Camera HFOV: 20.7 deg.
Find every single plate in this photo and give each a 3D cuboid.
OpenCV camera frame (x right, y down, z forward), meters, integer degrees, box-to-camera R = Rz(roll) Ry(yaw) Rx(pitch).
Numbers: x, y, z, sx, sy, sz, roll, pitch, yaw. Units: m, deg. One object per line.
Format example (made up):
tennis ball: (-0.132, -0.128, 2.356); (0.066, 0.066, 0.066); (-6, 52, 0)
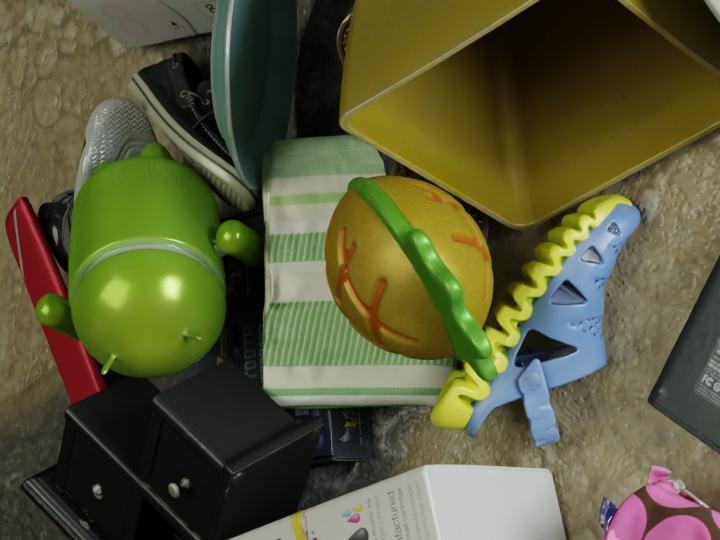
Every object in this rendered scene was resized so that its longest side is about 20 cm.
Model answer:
plate: (-0.082, -0.161, 1.467); (0.025, 0.200, 0.202); (4, 87, 11)

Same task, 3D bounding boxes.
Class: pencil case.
pencil case: (0.240, 0.198, 1.209); (0.199, 0.091, 0.094); (24, 87, 38)

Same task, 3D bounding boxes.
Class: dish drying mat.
dish drying mat: (-0.254, 0.040, 1.654); (0.201, 0.018, 0.077); (68, 154, 7)

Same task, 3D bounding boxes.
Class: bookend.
bookend: (-0.144, 0.140, 1.461); (0.199, 0.092, 0.201); (41, 134, 25)

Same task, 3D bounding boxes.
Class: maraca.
maraca: (0.038, 0.004, 1.299); (0.107, 0.138, 0.200); (-34, 23, -6)

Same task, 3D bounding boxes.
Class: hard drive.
hard drive: (0.277, 0.029, 1.228); (0.139, 0.033, 0.201); (36, 108, 38)

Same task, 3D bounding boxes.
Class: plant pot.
plant pot: (0.111, -0.174, 1.301); (0.199, 0.199, 0.178); (-29, 52, 31)

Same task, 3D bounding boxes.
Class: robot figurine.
robot figurine: (-0.159, -0.004, 1.470); (0.174, 0.116, 0.201); (-21, 41, 10)

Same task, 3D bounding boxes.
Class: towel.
towel: (0.000, 0.000, 1.442); (0.151, 0.023, 0.202); (-1, 80, 12)

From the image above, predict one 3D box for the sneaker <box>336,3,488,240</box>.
sneaker: (0.040, -0.103, 1.404); (0.067, 0.090, 0.201); (-21, 108, 8)

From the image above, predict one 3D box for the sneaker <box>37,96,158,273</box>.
sneaker: (-0.220, -0.059, 1.622); (0.114, 0.075, 0.202); (37, 131, 47)

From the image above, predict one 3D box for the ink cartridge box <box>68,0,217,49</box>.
ink cartridge box: (-0.192, -0.257, 1.569); (0.162, 0.200, 0.057); (-4, 63, 41)

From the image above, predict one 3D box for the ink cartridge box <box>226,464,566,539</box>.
ink cartridge box: (0.028, 0.231, 1.347); (0.199, 0.145, 0.148); (-25, 68, 36)

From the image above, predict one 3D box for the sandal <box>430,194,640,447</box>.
sandal: (0.133, 0.040, 1.339); (0.087, 0.080, 0.201); (33, 102, 0)

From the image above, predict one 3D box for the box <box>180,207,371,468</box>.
box: (-0.071, 0.056, 1.519); (0.157, 0.051, 0.202); (-12, 77, 41)

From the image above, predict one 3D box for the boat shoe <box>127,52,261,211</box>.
boat shoe: (-0.122, -0.115, 1.559); (0.062, 0.075, 0.200); (-38, 41, -2)

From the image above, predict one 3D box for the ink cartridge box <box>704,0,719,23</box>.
ink cartridge box: (0.273, -0.201, 1.172); (0.147, 0.144, 0.201); (-37, 61, 18)
